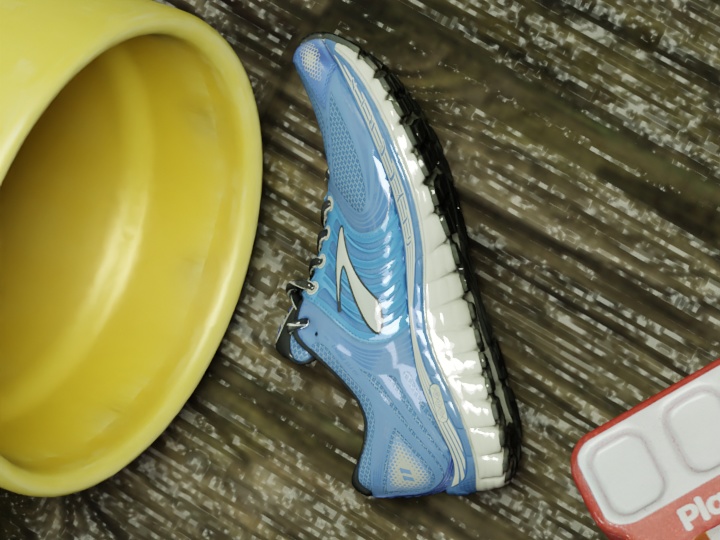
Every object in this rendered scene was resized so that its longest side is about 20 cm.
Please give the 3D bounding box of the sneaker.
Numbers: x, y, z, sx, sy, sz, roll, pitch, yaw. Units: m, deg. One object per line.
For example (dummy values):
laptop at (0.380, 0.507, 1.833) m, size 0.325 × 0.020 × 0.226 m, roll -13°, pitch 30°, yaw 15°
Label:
sneaker at (0.000, 0.000, 1.185) m, size 0.089 × 0.079 × 0.201 m, roll -15°, pitch 85°, yaw 9°

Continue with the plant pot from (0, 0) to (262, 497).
plant pot at (-0.171, -0.030, 1.176) m, size 0.188 × 0.201 × 0.202 m, roll 18°, pitch 93°, yaw 29°

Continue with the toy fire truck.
toy fire truck at (0.198, 0.088, 1.131) m, size 0.200 × 0.112 × 0.168 m, roll -32°, pitch 64°, yaw 9°
